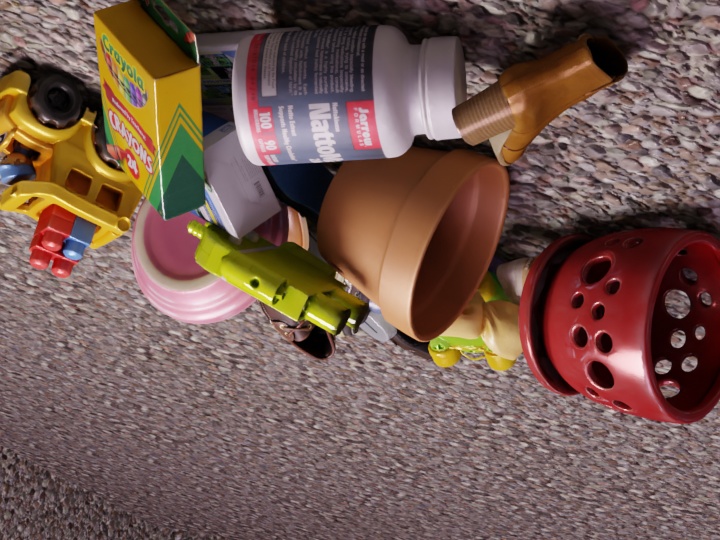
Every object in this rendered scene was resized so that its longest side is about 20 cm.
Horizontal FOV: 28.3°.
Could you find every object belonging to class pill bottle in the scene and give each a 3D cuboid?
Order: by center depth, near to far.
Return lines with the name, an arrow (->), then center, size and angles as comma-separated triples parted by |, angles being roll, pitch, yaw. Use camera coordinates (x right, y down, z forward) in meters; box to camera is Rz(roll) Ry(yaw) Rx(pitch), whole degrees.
pill bottle -> -0.007, -0.160, 1.290 | 0.198, 0.121, 0.120 | -3, 155, 12

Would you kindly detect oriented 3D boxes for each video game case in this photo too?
video game case -> -0.098, -0.184, 1.452 | 0.198, 0.022, 0.182 | 3, 155, 33

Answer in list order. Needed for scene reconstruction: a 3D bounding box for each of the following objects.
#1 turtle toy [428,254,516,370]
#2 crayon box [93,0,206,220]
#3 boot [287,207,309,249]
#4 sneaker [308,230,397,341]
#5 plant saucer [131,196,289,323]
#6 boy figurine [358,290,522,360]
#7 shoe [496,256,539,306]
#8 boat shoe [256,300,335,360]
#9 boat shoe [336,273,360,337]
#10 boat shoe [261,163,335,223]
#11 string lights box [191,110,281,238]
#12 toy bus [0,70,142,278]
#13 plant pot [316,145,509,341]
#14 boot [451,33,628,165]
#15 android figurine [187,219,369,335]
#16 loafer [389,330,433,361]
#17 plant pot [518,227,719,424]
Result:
turtle toy -> 0.151, 0.037, 1.702 | 0.198, 0.101, 0.147 | 1, 131, 29
crayon box -> -0.199, -0.164, 1.348 | 0.127, 0.050, 0.201 | 47, 148, 37
boot -> -0.143, -0.032, 1.674 | 0.153, 0.074, 0.201 | -8, 145, -14
sneaker -> -0.020, 0.000, 1.793 | 0.200, 0.071, 0.073 | 45, 154, -11
plant saucer -> -0.178, -0.043, 1.603 | 0.199, 0.203, 0.051 | 5, 167, 26
boy figurine -> 0.095, 0.046, 1.589 | 0.198, 0.065, 0.124 | 14, -163, 0
shoe -> 0.215, 0.061, 1.632 | 0.053, 0.070, 0.201 | -6, 129, 35
boat shoe -> -0.074, 0.052, 1.732 | 0.070, 0.071, 0.200 | -20, 154, 15
boat shoe -> 0.000, 0.000, 1.687 | 0.064, 0.074, 0.201 | 6, 130, 4
boat shoe -> -0.082, -0.097, 1.516 | 0.068, 0.085, 0.200 | 9, 156, 27
string lights box -> -0.169, -0.112, 1.482 | 0.199, 0.059, 0.103 | 26, 146, 54
toy bus -> -0.343, -0.100, 1.606 | 0.199, 0.194, 0.135 | 28, 158, -24
plant pot -> 0.047, -0.045, 1.481 | 0.139, 0.201, 0.200 | 25, 164, 24
boot -> 0.171, -0.153, 1.261 | 0.143, 0.071, 0.201 | -24, 176, 19
android figurine -> -0.089, 0.001, 1.476 | 0.199, 0.041, 0.182 | 31, -167, 15
loafer -> 0.057, 0.075, 1.909 | 0.070, 0.074, 0.200 | 0, 153, 36
plant pot -> 0.285, 0.054, 1.526 | 0.181, 0.202, 0.200 | 4, 157, 46
